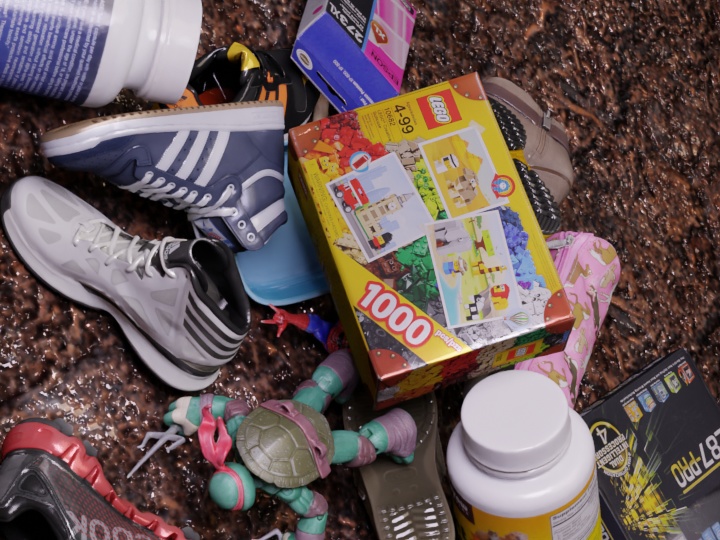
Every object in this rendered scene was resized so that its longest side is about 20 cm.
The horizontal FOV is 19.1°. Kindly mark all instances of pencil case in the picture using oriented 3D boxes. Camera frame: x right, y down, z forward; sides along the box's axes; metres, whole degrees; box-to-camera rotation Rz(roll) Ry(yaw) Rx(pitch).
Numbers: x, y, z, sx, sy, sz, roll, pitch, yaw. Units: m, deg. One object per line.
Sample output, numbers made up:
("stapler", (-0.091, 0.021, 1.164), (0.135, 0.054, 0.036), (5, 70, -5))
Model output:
("pencil case", (0.156, 0.055, 1.768), (0.086, 0.083, 0.200), (41, 46, -18))

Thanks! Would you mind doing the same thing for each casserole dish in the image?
("casserole dish", (-0.034, -0.046, 1.646), (0.199, 0.039, 0.122), (-18, 100, -32))

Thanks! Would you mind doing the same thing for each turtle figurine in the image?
("turtle figurine", (-0.057, 0.134, 1.506), (0.200, 0.101, 0.150), (-28, 85, -40))

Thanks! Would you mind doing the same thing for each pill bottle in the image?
("pill bottle", (0.122, 0.168, 1.583), (0.201, 0.109, 0.110), (79, 23, -45))
("pill bottle", (-0.218, -0.178, 1.506), (0.199, 0.111, 0.112), (12, 58, -17))

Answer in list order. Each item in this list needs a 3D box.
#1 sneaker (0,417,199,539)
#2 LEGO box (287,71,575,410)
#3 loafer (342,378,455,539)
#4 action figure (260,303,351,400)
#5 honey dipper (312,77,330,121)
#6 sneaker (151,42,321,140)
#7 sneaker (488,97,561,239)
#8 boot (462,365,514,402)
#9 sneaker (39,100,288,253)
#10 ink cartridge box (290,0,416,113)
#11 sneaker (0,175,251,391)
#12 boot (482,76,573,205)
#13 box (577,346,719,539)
("sneaker", (-0.169, 0.190, 1.404), (0.200, 0.071, 0.098), (42, 45, -13))
("LEGO box", (0.047, -0.020, 1.531), (0.148, 0.077, 0.201), (-18, 71, -9))
("loafer", (0.028, 0.154, 1.607), (0.076, 0.068, 0.201), (-4, 49, -3))
("action figure", (0.000, 0.000, 1.599), (0.099, 0.065, 0.201), (22, 91, -56))
("honey dipper", (-0.033, -0.135, 1.741), (0.038, 0.038, 0.201), (27, 49, -29))
("sneaker", (-0.086, -0.140, 1.642), (0.070, 0.090, 0.200), (41, 42, 15))
("sneaker", (0.089, -0.067, 1.681), (0.070, 0.090, 0.201), (22, 29, -29))
("boot", (0.061, 0.038, 1.675), (0.130, 0.068, 0.200), (11, 39, 3))
("sneaker", (-0.131, -0.060, 1.515), (0.199, 0.070, 0.109), (-9, 94, -39))
("ink cartridge box", (-0.004, -0.195, 1.757), (0.095, 0.037, 0.200), (47, 29, -21))
("sneaker", (-0.153, -0.015, 1.493), (0.200, 0.115, 0.076), (41, 45, -3))
("boot", (0.100, -0.118, 1.837), (0.200, 0.070, 0.147), (39, 39, -19))
("box", (0.249, 0.174, 1.809), (0.200, 0.049, 0.162), (-26, 88, -47))
